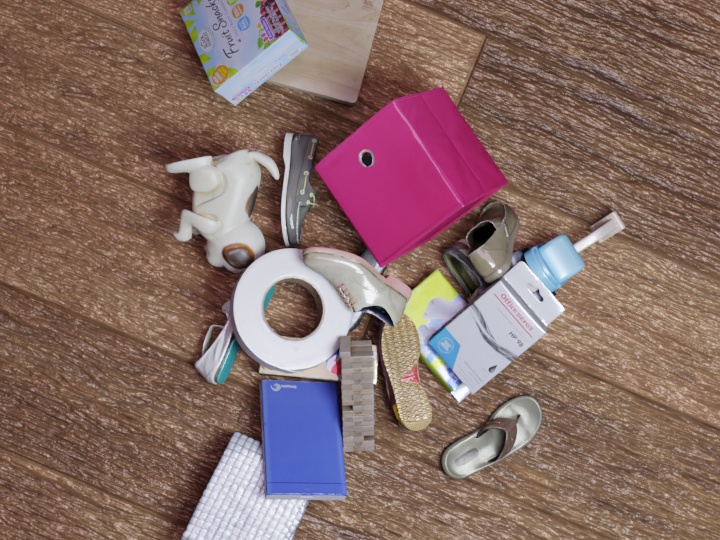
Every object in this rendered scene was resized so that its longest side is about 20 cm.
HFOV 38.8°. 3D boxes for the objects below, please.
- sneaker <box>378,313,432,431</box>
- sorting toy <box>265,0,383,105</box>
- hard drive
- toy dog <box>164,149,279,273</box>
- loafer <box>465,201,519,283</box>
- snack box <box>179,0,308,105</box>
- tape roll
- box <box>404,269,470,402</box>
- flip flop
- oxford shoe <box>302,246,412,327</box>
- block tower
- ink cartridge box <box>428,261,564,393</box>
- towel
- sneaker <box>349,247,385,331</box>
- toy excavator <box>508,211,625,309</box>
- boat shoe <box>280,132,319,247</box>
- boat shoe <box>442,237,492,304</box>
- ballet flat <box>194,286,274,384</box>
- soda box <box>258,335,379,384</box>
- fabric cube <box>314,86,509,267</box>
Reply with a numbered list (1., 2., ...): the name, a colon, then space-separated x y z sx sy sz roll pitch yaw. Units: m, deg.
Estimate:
1. sneaker: 0.066 0.172 1.718 0.075 0.090 0.201 -7 82 -13
2. sorting toy: -0.082 -0.403 1.799 0.199 0.070 0.200 15 81 -3
3. hard drive: -0.095 0.275 1.670 0.131 0.025 0.201 4 55 -16
4. toy dog: -0.220 -0.096 1.717 0.193 0.140 0.201 -10 96 1
5. loafer: 0.221 -0.062 1.724 0.076 0.200 0.067 -34 114 26
6. snack box: -0.200 -0.409 1.728 0.168 0.068 0.200 -34 59 17
7. tape roll: -0.113 0.065 1.668 0.202 0.037 0.204 4 78 -18
8. box: 0.150 0.113 1.757 0.122 0.048 0.200 -40 86 -8
9. flip flop: 0.226 0.286 1.732 0.200 0.058 0.081 -30 85 -8
10. oxford shoe: -0.009 0.025 1.653 0.199 0.071 0.074 26 67 -15
11. block tower: -0.004 0.207 1.674 0.058 0.054 0.201 -3 116 -1
12. ink cartridge box: 0.224 0.091 1.673 0.200 0.067 0.116 -42 87 13
13. towel: -0.178 0.386 1.675 0.165 0.086 0.201 26 79 -2
14. sneaker: 0.000 0.000 1.749 0.079 0.074 0.201 26 81 5
15. toy excavator: 0.357 -0.027 1.758 0.200 0.194 0.100 -33 85 20
16. boat shoe: -0.104 -0.140 1.759 0.060 0.072 0.203 2 78 0
17. boat shoe: 0.209 0.039 1.753 0.066 0.072 0.201 -26 78 -30
18. ballet flat: -0.219 0.093 1.725 0.069 0.069 0.200 28 82 0
19. soda box: -0.071 0.151 1.725 0.199 0.064 0.068 6 82 -4
20. fabric cube: 0.084 -0.155 1.678 0.196 0.200 0.200 -36 86 33
